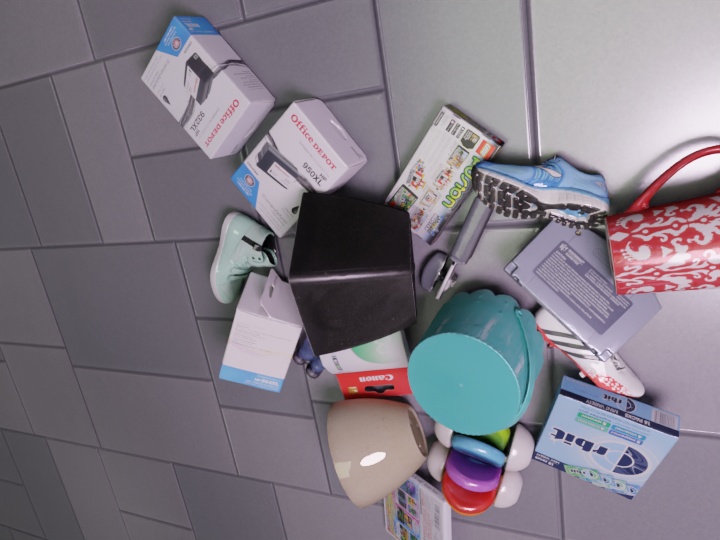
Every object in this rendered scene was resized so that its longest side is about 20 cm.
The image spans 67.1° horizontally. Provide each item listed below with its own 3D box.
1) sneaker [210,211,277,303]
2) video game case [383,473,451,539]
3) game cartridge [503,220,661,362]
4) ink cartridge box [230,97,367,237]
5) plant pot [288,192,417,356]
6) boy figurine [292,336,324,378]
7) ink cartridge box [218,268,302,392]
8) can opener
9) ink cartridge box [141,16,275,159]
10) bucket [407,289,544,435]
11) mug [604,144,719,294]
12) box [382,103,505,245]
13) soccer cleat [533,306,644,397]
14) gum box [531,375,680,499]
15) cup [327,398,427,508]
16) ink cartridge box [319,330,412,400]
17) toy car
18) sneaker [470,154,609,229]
[{"bbox_3d":[-0.229,-0.004,1.084,0.118,0.074,0.201,26,117,23],"label":"sneaker"},{"bbox_3d":[0.112,0.499,1.105,0.182,0.024,0.201,20,121,48],"label":"video game case"},{"bbox_3d":[0.332,0.020,0.807,0.133,0.042,0.200,-45,81,1],"label":"game cartridge"},{"bbox_3d":[-0.110,-0.179,0.952,0.200,0.084,0.145,-40,90,32],"label":"ink cartridge box"},{"bbox_3d":[0.000,0.000,0.887,0.177,0.200,0.200,-5,137,8],"label":"plant pot"},{"bbox_3d":[-0.057,0.125,1.059,0.124,0.064,0.200,43,121,4],"label":"boy figurine"},{"bbox_3d":[-0.182,0.111,1.052,0.125,0.129,0.200,17,122,-9],"label":"ink cartridge box"},{"bbox_3d":[0.154,-0.041,0.895,0.067,0.053,0.200,27,118,14],"label":"can opener"},{"bbox_3d":[-0.274,-0.326,0.976,0.200,0.084,0.145,49,122,1],"label":"ink cartridge box"},{"bbox_3d":[0.181,0.148,0.857,0.207,0.135,0.208,13,118,25],"label":"bucket"},{"bbox_3d":[0.431,-0.052,0.709,0.200,0.133,0.178,-9,63,23],"label":"mug"},{"bbox_3d":[0.127,-0.150,0.875,0.110,0.035,0.200,38,121,8],"label":"box"},{"bbox_3d":[0.364,0.120,0.847,0.200,0.069,0.085,39,126,13],"label":"soccer cleat"},{"bbox_3d":[0.384,0.272,0.874,0.170,0.045,0.200,18,136,19],"label":"gum box"},{"bbox_3d":[0.043,0.326,1.031,0.143,0.200,0.201,-23,99,12],"label":"cup"},{"bbox_3d":[0.015,0.175,1.008,0.161,0.050,0.200,-8,118,15],"label":"ink cartridge box"},{"bbox_3d":[0.202,0.348,0.967,0.175,0.150,0.200,17,116,20],"label":"toy car"},{"bbox_3d":[0.262,-0.126,0.797,0.200,0.090,0.078,17,155,10],"label":"sneaker"}]
